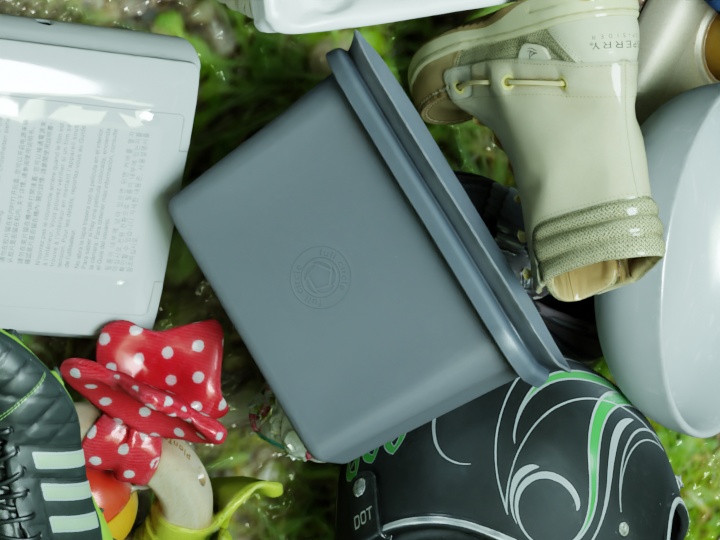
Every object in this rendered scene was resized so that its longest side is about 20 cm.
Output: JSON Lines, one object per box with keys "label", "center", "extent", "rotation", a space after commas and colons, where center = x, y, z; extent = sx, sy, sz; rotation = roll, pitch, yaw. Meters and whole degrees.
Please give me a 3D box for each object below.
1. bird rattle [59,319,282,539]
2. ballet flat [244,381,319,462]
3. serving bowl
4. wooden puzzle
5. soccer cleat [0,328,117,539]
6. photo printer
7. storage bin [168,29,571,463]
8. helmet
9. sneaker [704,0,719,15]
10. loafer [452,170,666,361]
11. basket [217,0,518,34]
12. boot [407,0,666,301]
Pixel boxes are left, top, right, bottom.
{"label": "bird rattle", "center": [-0.129, 0.118, 1.398], "extent": [0.162, 0.113, 0.200], "rotation": [-14, 139, 13]}
{"label": "ballet flat", "center": [-0.002, 0.026, 1.473], "extent": [0.200, 0.064, 0.076], "rotation": [-52, 129, -37]}
{"label": "serving bowl", "center": [0.178, -0.009, 1.485], "extent": [0.200, 0.066, 0.201], "rotation": [-24, 117, -59]}
{"label": "wooden puzzle", "center": [0.236, -0.082, 1.589], "extent": [0.200, 0.046, 0.186], "rotation": [27, 91, -31]}
{"label": "soccer cleat", "center": [-0.170, 0.110, 1.306], "extent": [0.081, 0.067, 0.201], "rotation": [-69, 149, -46]}
{"label": "photo printer", "center": [-0.192, -0.049, 1.353], "extent": [0.199, 0.069, 0.167], "rotation": [4, 104, -29]}
{"label": "storage bin", "center": [0.000, 0.000, 1.370], "extent": [0.134, 0.146, 0.200], "rotation": [-31, 81, 6]}
{"label": "helmet", "center": [0.085, 0.136, 1.489], "extent": [0.200, 0.199, 0.191], "rotation": [62, 32, -27]}
{"label": "sneaker", "center": [0.171, -0.192, 1.494], "extent": [0.082, 0.074, 0.200], "rotation": [-43, 99, -7]}
{"label": "loafer", "center": [0.106, -0.004, 1.507], "extent": [0.200, 0.063, 0.072], "rotation": [34, 66, -45]}
{"label": "basket", "center": [0.010, -0.210, 1.383], "extent": [0.199, 0.123, 0.136], "rotation": [-12, 110, -26]}
{"label": "boot", "center": [0.093, -0.059, 1.409], "extent": [0.073, 0.200, 0.156], "rotation": [-6, 83, -30]}
